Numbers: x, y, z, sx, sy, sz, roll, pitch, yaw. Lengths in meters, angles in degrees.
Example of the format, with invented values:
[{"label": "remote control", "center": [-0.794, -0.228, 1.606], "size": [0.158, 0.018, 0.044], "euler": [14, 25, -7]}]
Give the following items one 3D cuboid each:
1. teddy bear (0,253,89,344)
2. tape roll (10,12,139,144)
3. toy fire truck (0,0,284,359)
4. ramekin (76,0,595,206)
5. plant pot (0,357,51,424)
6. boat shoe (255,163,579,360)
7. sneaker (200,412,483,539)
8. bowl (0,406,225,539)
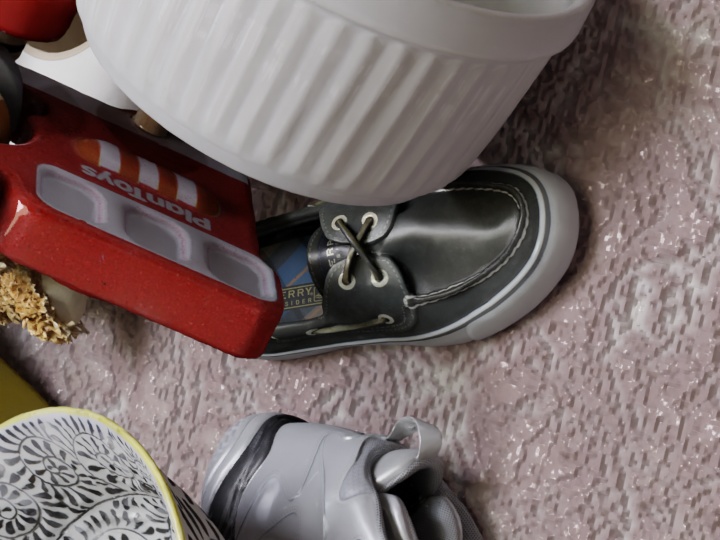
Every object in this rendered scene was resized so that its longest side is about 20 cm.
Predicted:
[{"label": "teddy bear", "center": [-0.192, -0.031, 1.264], "size": [0.067, 0.145, 0.200], "euler": [-47, 56, -1]}, {"label": "tape roll", "center": [-0.109, -0.140, 1.246], "size": [0.202, 0.071, 0.203], "euler": [-9, 76, 42]}, {"label": "toy fire truck", "center": [-0.126, -0.046, 1.080], "size": [0.112, 0.200, 0.168], "euler": [-59, 18, 17]}, {"label": "ramekin", "center": [-0.018, -0.114, 1.070], "size": [0.200, 0.200, 0.105], "euler": [52, 124, 37]}, {"label": "plant pot", "center": [-0.299, 0.078, 1.264], "size": [0.200, 0.200, 0.177], "euler": [-48, 71, 27]}, {"label": "boat shoe", "center": [0.000, 0.000, 1.122], "size": [0.200, 0.057, 0.069], "euler": [-17, 70, 41]}, {"label": "sneaker", "center": [-0.012, 0.152, 1.091], "size": [0.115, 0.075, 0.201], "euler": [-10, 72, 45]}, {"label": "bowl", "center": [-0.101, 0.161, 1.058], "size": [0.200, 0.094, 0.201], "euler": [-21, 59, 40]}]
